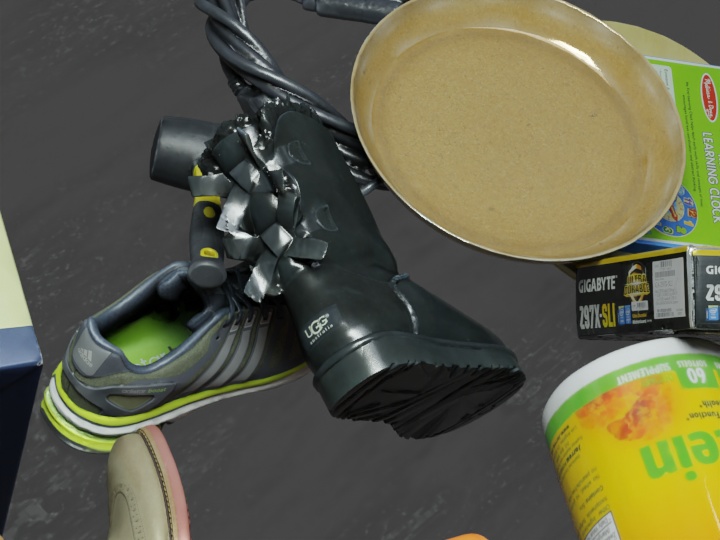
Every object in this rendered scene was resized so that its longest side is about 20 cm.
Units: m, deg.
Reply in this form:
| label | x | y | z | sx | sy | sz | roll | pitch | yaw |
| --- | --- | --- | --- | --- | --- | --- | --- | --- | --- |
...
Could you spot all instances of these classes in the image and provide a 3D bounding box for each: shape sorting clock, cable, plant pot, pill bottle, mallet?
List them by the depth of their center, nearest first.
| label | x | y | z | sx | sy | sz | roll | pitch | yaw |
| --- | --- | --- | --- | --- | --- | --- | --- | --- | --- |
| pill bottle | 0.173 | 0.145 | 1.119 | 0.111 | 0.111 | 0.200 | -4 | 56 | -20 |
| mallet | -0.072 | -0.033 | 1.168 | 0.066 | 0.041 | 0.200 | 8 | 22 | -15 |
| plant pot | 0.089 | -0.081 | 1.257 | 0.200 | 0.028 | 0.200 | 7 | 54 | -10 |
| cable | -0.008 | -0.131 | 1.306 | 0.163 | 0.051 | 0.200 | -27 | 65 | -31 |
| shape sorting clock | 0.165 | -0.065 | 1.317 | 0.200 | 0.039 | 0.200 | 8 | 59 | -13 |

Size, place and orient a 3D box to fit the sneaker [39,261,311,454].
| label | x | y | z | sx | sy | sz | roll | pitch | yaw |
| --- | --- | --- | --- | --- | --- | --- | --- | --- | --- |
| sneaker | -0.074 | 0.027 | 1.149 | 0.200 | 0.081 | 0.074 | -29 | 68 | -32 |

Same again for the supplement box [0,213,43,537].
| label | x | y | z | sx | sy | sz | roll | pitch | yaw |
| --- | --- | --- | --- | --- | --- | --- | --- | --- | --- |
| supplement box | -0.248 | 0.022 | 1.022 | 0.134 | 0.200 | 0.200 | -7 | 58 | -23 |

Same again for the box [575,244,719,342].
| label | x | y | z | sx | sy | sz | roll | pitch | yaw |
| --- | --- | --- | --- | --- | --- | --- | --- | --- | --- |
| box | 0.239 | 0.016 | 1.200 | 0.200 | 0.160 | 0.049 | 1 | 84 | -15 |

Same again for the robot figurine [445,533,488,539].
| label | x | y | z | sx | sy | sz | roll | pitch | yaw |
| --- | --- | --- | --- | --- | --- | --- | --- | --- | --- |
| robot figurine | 0.040 | 0.215 | 1.026 | 0.200 | 0.117 | 0.144 | -7 | 54 | -21 |

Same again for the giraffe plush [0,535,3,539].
| label | x | y | z | sx | sy | sz | roll | pitch | yaw |
| --- | --- | --- | --- | --- | --- | --- | --- | --- | --- |
| giraffe plush | -0.203 | 0.169 | 0.952 | 0.172 | 0.200 | 0.162 | 32 | 41 | 31 |

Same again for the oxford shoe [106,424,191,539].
| label | x | y | z | sx | sy | sz | roll | pitch | yaw |
| --- | --- | --- | --- | --- | --- | --- | --- | --- | --- |
| oxford shoe | -0.119 | 0.162 | 1.044 | 0.075 | 0.070 | 0.200 | 2 | 53 | -10 |

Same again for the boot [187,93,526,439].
| label | x | y | z | sx | sy | sz | roll | pitch | yaw |
| --- | --- | --- | --- | --- | --- | --- | --- | --- | --- |
| boot | 0.000 | 0.001 | 1.135 | 0.198 | 0.073 | 0.163 | 16 | 42 | -61 |
